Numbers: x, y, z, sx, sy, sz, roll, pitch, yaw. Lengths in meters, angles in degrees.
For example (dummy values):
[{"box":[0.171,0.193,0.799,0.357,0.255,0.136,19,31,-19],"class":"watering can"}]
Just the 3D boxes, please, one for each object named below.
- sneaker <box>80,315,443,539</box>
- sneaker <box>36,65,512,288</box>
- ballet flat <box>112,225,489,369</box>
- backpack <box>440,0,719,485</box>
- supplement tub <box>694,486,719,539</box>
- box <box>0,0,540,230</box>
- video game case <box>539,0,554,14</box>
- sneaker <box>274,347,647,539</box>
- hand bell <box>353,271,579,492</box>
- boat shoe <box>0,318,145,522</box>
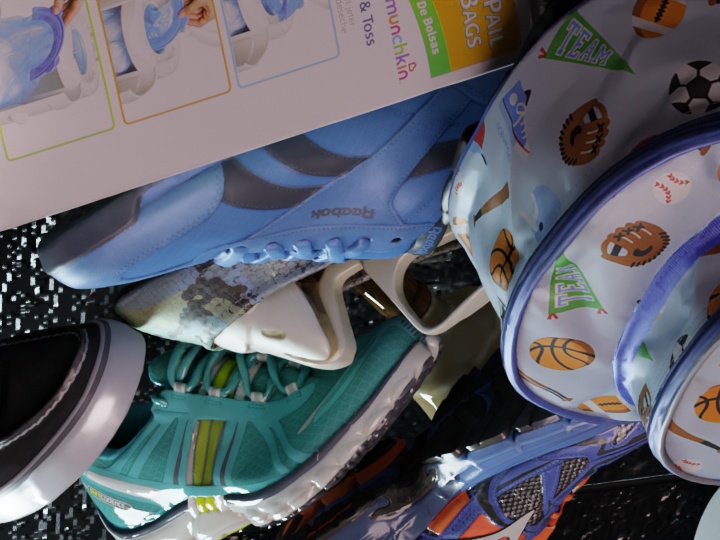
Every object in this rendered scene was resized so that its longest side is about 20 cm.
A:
[{"box":[-0.050,0.061,1.213,0.200,0.078,0.080,-26,104,40],"class":"sneaker"},{"box":[-0.015,-0.026,1.053,0.199,0.066,0.079,-26,101,-16],"class":"sneaker"},{"box":[0.000,0.000,1.135,0.199,0.074,0.074,-24,138,16],"class":"ballet flat"},{"box":[0.130,-0.016,0.988,0.190,0.154,0.200,3,135,-18],"class":"backpack"},{"box":[0.270,0.159,1.410,0.199,0.145,0.145,6,132,-24],"class":"supplement tub"},{"box":[-0.056,-0.102,0.984,0.199,0.112,0.102,-19,113,-18],"class":"box"},{"box":[0.096,-0.115,1.144,0.199,0.036,0.181,-26,137,8],"class":"video game case"},{"box":[0.055,0.088,1.194,0.200,0.075,0.078,-32,112,35],"class":"sneaker"},{"box":[0.014,0.009,1.229,0.104,0.104,0.200,-37,121,20],"class":"hand bell"},{"box":[-0.166,0.061,1.190,0.066,0.070,0.200,29,145,-30],"class":"boat shoe"}]
